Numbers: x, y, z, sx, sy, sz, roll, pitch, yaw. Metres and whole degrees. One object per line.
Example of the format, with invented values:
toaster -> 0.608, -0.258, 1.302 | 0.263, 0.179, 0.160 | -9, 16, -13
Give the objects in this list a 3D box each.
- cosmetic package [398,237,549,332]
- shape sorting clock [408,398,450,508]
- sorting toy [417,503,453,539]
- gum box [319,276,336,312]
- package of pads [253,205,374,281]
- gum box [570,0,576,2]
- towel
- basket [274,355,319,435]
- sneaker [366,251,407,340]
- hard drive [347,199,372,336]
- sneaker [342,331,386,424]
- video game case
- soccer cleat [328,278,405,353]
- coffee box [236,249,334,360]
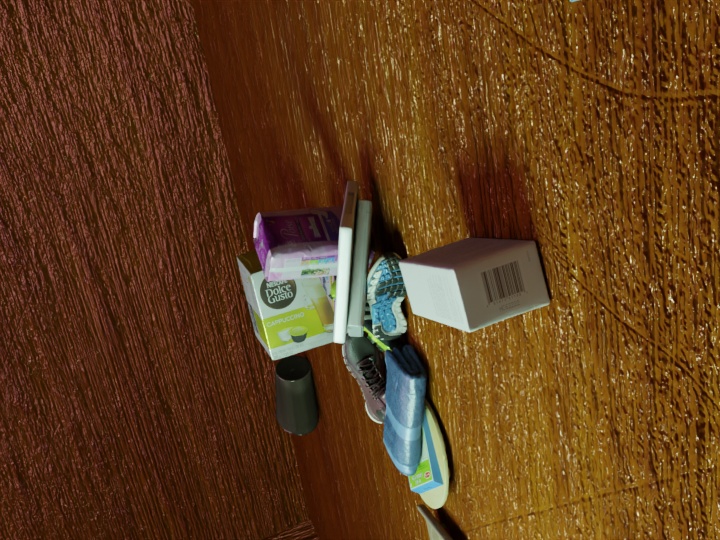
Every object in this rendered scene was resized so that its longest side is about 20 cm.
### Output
cosmetic package -> 0.123, 0.012, 1.042 | 0.200, 0.100, 0.073 | -165, 58, -76
shape sorting clock -> 0.112, 0.310, 1.592 | 0.200, 0.038, 0.205 | 175, 90, -74
sorting toy -> 0.170, 0.540, 1.656 | 0.185, 0.036, 0.204 | -146, 37, -71
gum box -> -0.040, -0.012, 1.790 | 0.202, 0.065, 0.115 | 90, 161, -52
package of pads -> -0.085, -0.051, 1.623 | 0.077, 0.196, 0.122 | 104, 152, -43
gum box -> 0.160, -0.312, 0.609 | 0.200, 0.044, 0.173 | 118, 135, -71
towel -> 0.072, 0.238, 1.555 | 0.112, 0.047, 0.204 | -125, 34, -61
basket -> -0.204, 0.376, 2.847 | 0.181, 0.134, 0.203 | -127, 27, -48
sneaker -> 0.036, 0.027, 1.511 | 0.202, 0.073, 0.088 | 93, 165, -52
hard drive -> 0.000, 0.000, 1.515 | 0.132, 0.026, 0.205 | 87, -172, -79
sneaker -> 0.036, 0.211, 1.760 | 0.203, 0.075, 0.115 | 67, 164, -16
video game case -> -0.024, -0.017, 1.480 | 0.183, 0.023, 0.204 | -83, -3, -62
soccer cleat -> 0.026, 0.075, 1.622 | 0.200, 0.081, 0.068 | 46, 180, 25
coffee box -> -0.145, 0.051, 2.021 | 0.200, 0.196, 0.202 | -144, 39, -70
